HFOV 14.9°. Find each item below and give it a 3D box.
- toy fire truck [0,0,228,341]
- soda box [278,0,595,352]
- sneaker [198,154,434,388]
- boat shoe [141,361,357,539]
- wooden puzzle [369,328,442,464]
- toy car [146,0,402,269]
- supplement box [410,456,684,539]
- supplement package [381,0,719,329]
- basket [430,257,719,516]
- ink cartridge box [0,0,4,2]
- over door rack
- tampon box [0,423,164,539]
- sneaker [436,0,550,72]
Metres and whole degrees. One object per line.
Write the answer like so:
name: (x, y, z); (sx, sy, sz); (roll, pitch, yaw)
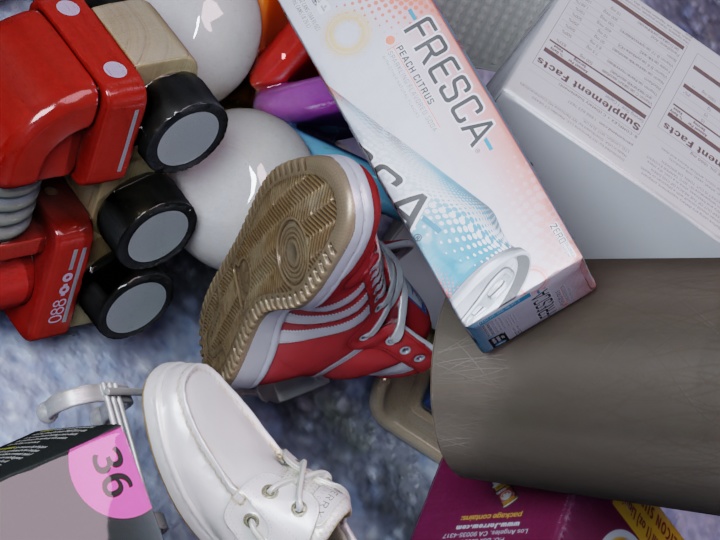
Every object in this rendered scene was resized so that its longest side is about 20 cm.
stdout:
toy fire truck: (-0.192, -0.049, 1.344); (0.199, 0.176, 0.129); (-14, 52, -34)
soda box: (0.036, -0.064, 1.338); (0.201, 0.068, 0.064); (60, 3, 18)
sneaker: (0.000, 0.000, 1.350); (0.112, 0.200, 0.072); (-2, 67, -22)
boat shoe: (-0.033, 0.124, 1.363); (0.200, 0.069, 0.071); (58, 35, -10)
wooden puzzle: (0.112, 0.055, 1.603); (0.200, 0.046, 0.186); (37, 52, -19)
toy car: (-0.031, -0.090, 1.457); (0.175, 0.149, 0.201); (17, 52, -74)
supplement box: (0.088, 0.198, 1.461); (0.131, 0.103, 0.201); (52, 46, -35)
supplement package: (0.120, -0.036, 1.497); (0.155, 0.200, 0.111); (34, 53, -3)
basket: (0.146, 0.055, 1.376); (0.180, 0.199, 0.137); (20, 74, -65)
ink cartridge box: (-0.224, -0.222, 1.442); (0.200, 0.045, 0.177); (-33, 93, -29)
over door rack: (-0.078, 0.130, 1.419); (0.200, 0.066, 0.148); (-2, 71, -53)
tampon box: (-0.185, 0.173, 1.219); (0.199, 0.126, 0.151); (-23, 96, -25)
sneaker: (0.068, -0.162, 1.575); (0.114, 0.199, 0.073); (-58, 141, -58)
